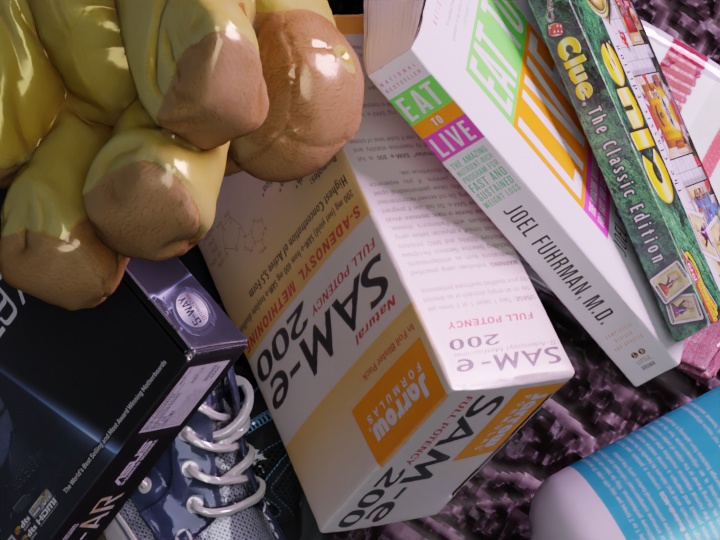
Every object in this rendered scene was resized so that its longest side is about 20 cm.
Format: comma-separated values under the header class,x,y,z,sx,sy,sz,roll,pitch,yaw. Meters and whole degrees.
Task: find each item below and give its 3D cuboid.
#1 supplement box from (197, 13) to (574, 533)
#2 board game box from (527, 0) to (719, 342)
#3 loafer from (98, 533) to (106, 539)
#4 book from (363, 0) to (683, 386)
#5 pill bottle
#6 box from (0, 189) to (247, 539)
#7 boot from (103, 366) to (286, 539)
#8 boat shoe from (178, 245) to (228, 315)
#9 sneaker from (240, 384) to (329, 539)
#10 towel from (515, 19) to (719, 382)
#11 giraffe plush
class,x,y,z,sx,sy,sz,roll,pitch,yaw
supplement box,0.000,0.000,1.251,0.073,0.126,0.201,-5,58,-37
board game box,0.126,-0.069,1.272,0.023,0.105,0.201,-24,89,24
loafer,-0.127,0.143,1.299,0.076,0.067,0.201,-18,93,-7
book,0.077,-0.057,1.253,0.048,0.134,0.200,-30,118,24
pill bottle,0.158,0.125,1.323,0.199,0.111,0.111,-27,93,-7
box,-0.162,0.047,1.222,0.160,0.043,0.200,49,116,19
boot,-0.074,0.086,1.227,0.200,0.073,0.090,49,128,16
boat shoe,-0.145,-0.008,1.300,0.199,0.062,0.075,14,61,-6
sneaker,-0.051,0.114,1.311,0.082,0.073,0.201,25,70,-6
towel,0.122,-0.053,1.363,0.199,0.023,0.144,29,86,-6
giraffe plush,-0.070,-0.086,1.147,0.162,0.172,0.201,10,56,-47
